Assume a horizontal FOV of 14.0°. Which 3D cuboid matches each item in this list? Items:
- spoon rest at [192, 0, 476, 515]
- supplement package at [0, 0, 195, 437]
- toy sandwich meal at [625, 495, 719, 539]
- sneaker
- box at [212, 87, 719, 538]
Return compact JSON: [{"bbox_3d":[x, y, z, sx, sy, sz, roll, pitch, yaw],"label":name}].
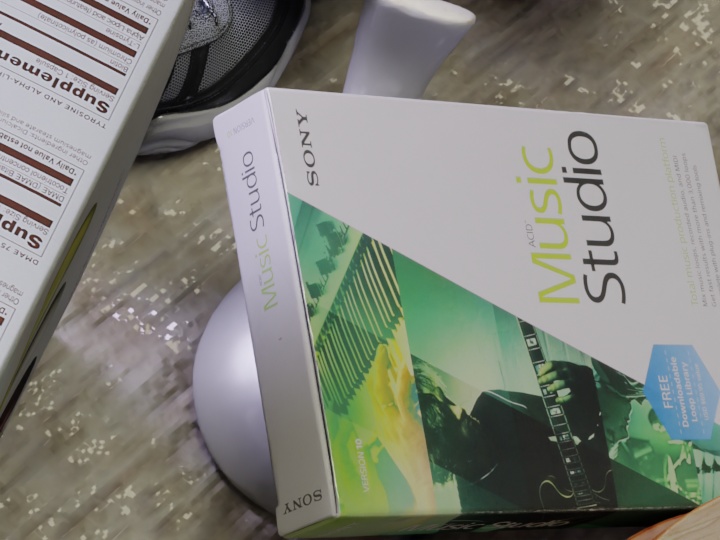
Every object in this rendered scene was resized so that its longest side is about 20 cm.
[{"bbox_3d":[0.000,0.000,1.026,0.099,0.061,0.200,17,63,-10],"label":"spoon rest"},{"bbox_3d":[-0.164,0.003,0.850,0.147,0.191,0.200,25,49,-4],"label":"supplement package"},{"bbox_3d":[0.156,0.160,0.952,0.205,0.070,0.205,12,51,-15],"label":"toy sandwich meal"},{"bbox_3d":[-0.084,-0.093,1.012,0.200,0.114,0.076,-24,67,-37],"label":"sneaker"},{"bbox_3d":[0.050,0.016,0.989,0.200,0.036,0.144,1,72,-37],"label":"box"}]
